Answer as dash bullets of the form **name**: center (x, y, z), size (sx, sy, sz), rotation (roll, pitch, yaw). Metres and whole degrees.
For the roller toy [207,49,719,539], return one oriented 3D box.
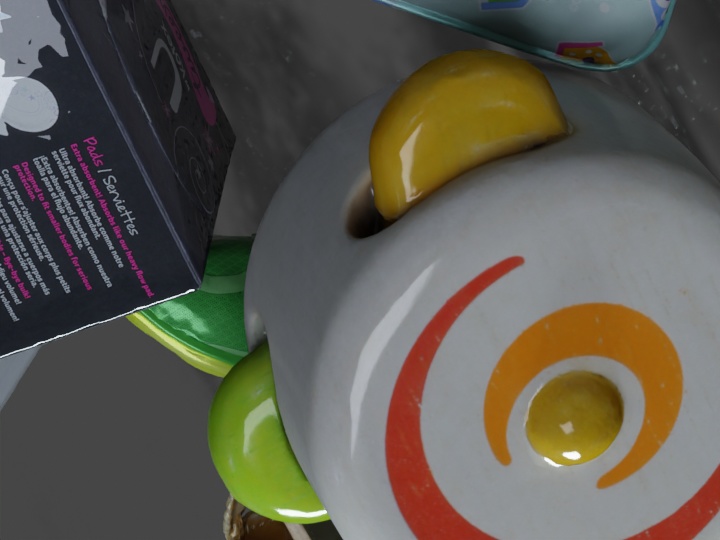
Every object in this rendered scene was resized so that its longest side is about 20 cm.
- **roller toy**: center (0.059, 0.026, 1.022), size (0.182, 0.140, 0.200), rotation (16, 107, -22)

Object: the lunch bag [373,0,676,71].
- **lunch bag**: center (0.060, -0.181, 1.003), size (0.160, 0.077, 0.200), rotation (18, 121, -1)

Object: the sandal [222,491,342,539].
- **sandal**: center (-0.023, 0.140, 1.200), size (0.070, 0.078, 0.212), rotation (-28, 117, 15)

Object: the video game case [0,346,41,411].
- **video game case**: center (-0.238, 0.024, 1.121), size (0.200, 0.182, 0.023), rotation (35, 157, -11)

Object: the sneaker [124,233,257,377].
- **sneaker**: center (0.000, 0.000, 1.123), size (0.200, 0.074, 0.084), rotation (6, 117, -8)

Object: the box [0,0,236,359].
- **box**: center (-0.137, -0.087, 1.055), size (0.115, 0.132, 0.200), rotation (-17, 116, 14)
